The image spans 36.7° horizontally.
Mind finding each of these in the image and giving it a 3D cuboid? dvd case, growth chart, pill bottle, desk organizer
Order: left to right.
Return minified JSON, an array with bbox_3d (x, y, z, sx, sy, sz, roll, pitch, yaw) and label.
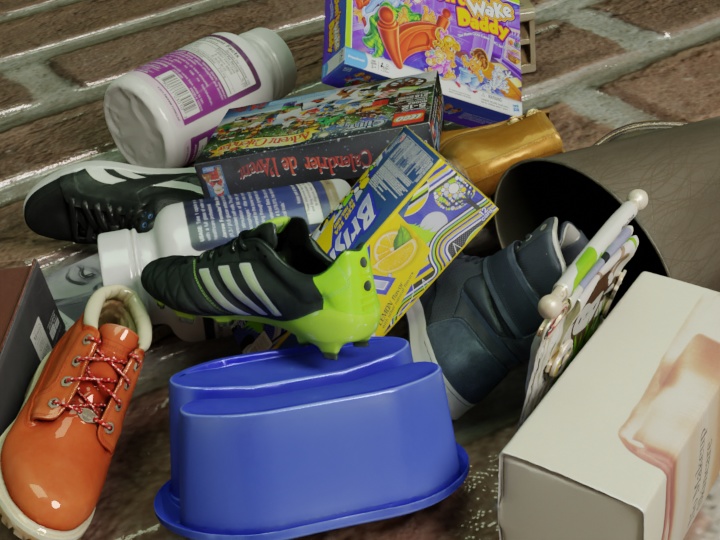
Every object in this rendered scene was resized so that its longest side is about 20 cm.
[{"bbox_3d":[-0.284,0.083,0.795,0.077,0.072,0.200,-8,37,5],"label":"desk organizer"},{"bbox_3d":[-0.185,0.009,0.952,0.200,0.016,0.149,-30,39,-31],"label":"dvd case"},{"bbox_3d":[-0.166,-0.189,1.168,0.112,0.112,0.200,21,42,37],"label":"pill bottle"},{"bbox_3d":[-0.100,-0.005,0.858,0.200,0.111,0.111,-9,32,-10],"label":"pill bottle"},{"bbox_3d":[0.137,0.041,0.681,0.018,0.200,0.145,27,53,23],"label":"growth chart"}]

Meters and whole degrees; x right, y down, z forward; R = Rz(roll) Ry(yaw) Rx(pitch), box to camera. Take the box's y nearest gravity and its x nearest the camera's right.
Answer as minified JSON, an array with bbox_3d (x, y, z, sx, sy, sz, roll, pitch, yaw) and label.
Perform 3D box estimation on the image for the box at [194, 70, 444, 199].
[{"bbox_3d":[-0.030,-0.118,0.938,0.200,0.038,0.137,-9,26,11],"label":"box"}]

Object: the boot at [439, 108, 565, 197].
[{"bbox_3d":[0.101,-0.099,0.957,0.144,0.071,0.201,-22,14,1],"label":"boot"}]

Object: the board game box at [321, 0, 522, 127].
[{"bbox_3d":[0.062,-0.222,1.042,0.200,0.135,0.045,11,-21,-28],"label":"board game box"}]

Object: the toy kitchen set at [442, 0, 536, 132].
[{"bbox_3d":[0.114,-0.251,1.158,0.180,0.163,0.200,-9,33,-3],"label":"toy kitchen set"}]

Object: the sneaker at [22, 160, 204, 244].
[{"bbox_3d":[-0.210,-0.045,0.959,0.200,0.073,0.112,-5,30,2],"label":"sneaker"}]

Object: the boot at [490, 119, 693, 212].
[{"bbox_3d":[0.216,-0.068,0.936,0.200,0.075,0.097,-17,30,7],"label":"boot"}]

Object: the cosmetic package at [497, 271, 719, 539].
[{"bbox_3d":[0.168,0.100,0.657,0.087,0.103,0.200,18,42,30],"label":"cosmetic package"}]

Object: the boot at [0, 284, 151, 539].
[{"bbox_3d":[-0.189,0.090,0.730,0.075,0.107,0.200,28,27,-22],"label":"boot"}]

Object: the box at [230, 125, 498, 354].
[{"bbox_3d":[0.000,0.000,0.782,0.200,0.070,0.064,-48,35,9],"label":"box"}]

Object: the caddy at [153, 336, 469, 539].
[{"bbox_3d":[-0.031,0.113,0.681,0.200,0.105,0.141,-8,11,-13],"label":"caddy"}]

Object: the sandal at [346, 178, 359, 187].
[{"bbox_3d":[-0.044,-0.075,1.021,0.212,0.078,0.070,38,88,36],"label":"sandal"}]

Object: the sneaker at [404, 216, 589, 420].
[{"bbox_3d":[0.097,-0.001,0.799,0.146,0.077,0.202,-39,36,19],"label":"sneaker"}]

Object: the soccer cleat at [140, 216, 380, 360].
[{"bbox_3d":[-0.070,0.000,0.727,0.200,0.081,0.068,11,21,35],"label":"soccer cleat"}]

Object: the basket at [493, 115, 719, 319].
[{"bbox_3d":[0.233,-0.040,0.836,0.200,0.136,0.180,-25,61,-33],"label":"basket"}]
